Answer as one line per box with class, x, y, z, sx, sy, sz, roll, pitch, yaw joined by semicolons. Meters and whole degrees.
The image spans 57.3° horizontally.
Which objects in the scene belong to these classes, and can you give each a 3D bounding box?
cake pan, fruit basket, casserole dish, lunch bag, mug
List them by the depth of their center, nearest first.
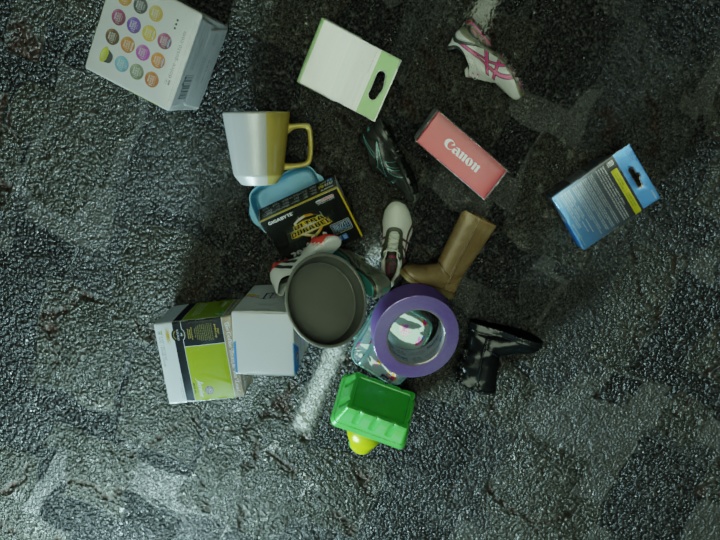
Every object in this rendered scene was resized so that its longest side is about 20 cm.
cake pan;-0.079;0.066;1.429;0.195;0.036;0.207;6;78;-28
mug;-0.211;-0.268;1.444;0.181;0.149;0.158;6;104;24
casserole dish;-0.166;-0.166;1.534;0.195;0.039;0.124;-23;102;10
lunch bag;0.071;0.165;1.582;0.158;0.077;0.203;29;105;-4
fruit basket;0.027;0.360;1.624;0.209;0.159;0.218;13;149;8

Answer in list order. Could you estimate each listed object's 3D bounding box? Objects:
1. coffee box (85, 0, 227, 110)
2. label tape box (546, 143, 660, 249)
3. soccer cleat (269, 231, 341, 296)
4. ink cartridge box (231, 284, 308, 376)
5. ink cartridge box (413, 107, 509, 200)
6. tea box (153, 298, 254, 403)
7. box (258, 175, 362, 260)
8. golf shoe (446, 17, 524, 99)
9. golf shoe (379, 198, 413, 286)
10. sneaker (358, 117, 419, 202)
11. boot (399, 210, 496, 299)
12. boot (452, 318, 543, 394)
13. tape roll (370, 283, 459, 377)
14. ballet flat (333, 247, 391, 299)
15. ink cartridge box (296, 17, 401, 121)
coffee box;-0.423;-0.475;1.388;0.194;0.200;0.204;26;105;-3
label tape box;0.540;-0.167;1.473;0.198;0.063;0.146;-34;99;11
soccer cleat;-0.122;-0.013;1.491;0.196;0.087;0.068;-28;143;19
ink cartridge box;-0.202;0.132;1.529;0.140;0.200;0.152;0;105;6
ink cartridge box;0.214;-0.251;1.415;0.198;0.176;0.084;38;104;-6
tea box;-0.370;0.192;1.590;0.190;0.134;0.207;-5;105;6
box;-0.112;-0.108;1.502;0.195;0.050;0.161;-22;136;8
golf shoe;0.273;-0.439;1.421;0.092;0.073;0.201;-41;88;19
golf shoe;0.082;-0.061;1.520;0.075;0.088;0.207;4;104;4
sneaker;0.067;-0.240;1.491;0.078;0.075;0.204;-27;95;23
boot;0.198;-0.049;1.510;0.172;0.066;0.204;17;109;-35
boot;0.325;0.216;1.581;0.192;0.073;0.168;13;103;8
tape roll;0.121;0.136;1.487;0.193;0.066;0.206;-2;113;-6
ballet flat;0.000;0.000;1.523;0.062;0.199;0.069;-20;130;-30
ink cartridge box;-0.025;-0.440;1.449;0.196;0.048;0.148;26;105;-3
